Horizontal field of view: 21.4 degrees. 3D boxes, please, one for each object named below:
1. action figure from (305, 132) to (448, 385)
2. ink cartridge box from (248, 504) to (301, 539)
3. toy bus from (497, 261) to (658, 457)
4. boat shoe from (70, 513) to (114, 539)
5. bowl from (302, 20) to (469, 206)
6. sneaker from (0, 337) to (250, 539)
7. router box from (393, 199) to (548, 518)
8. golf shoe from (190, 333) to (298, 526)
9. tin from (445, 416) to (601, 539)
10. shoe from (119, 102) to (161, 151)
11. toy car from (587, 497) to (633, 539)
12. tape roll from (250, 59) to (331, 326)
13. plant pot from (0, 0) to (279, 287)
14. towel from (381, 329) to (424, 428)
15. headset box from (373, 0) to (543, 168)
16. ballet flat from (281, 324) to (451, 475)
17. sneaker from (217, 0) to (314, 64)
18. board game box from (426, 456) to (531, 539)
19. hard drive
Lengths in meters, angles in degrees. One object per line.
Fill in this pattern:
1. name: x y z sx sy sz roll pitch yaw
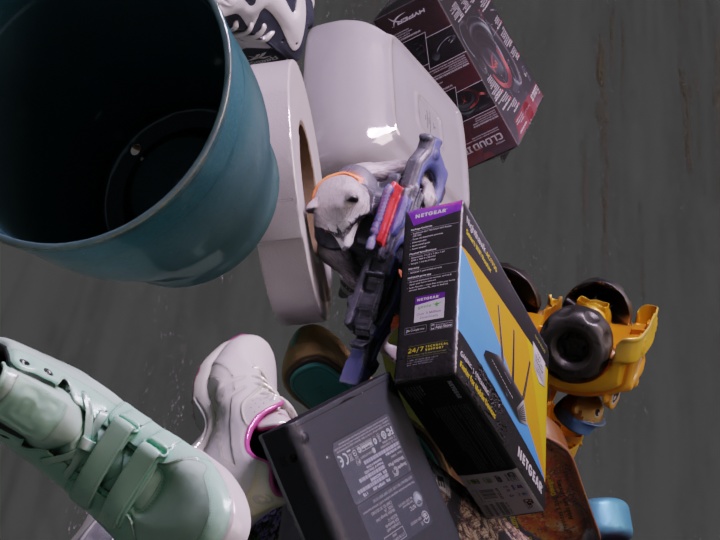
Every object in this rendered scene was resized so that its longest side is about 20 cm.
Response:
1. action figure: 0.000 0.000 1.436 0.194 0.104 0.200 62 45 -57
2. ink cartridge box: -0.047 0.246 1.269 0.109 0.050 0.200 50 30 -33
3. toy bus: 0.140 0.103 1.602 0.136 0.199 0.193 -33 129 -70
4. boat shoe: -0.135 0.177 1.124 0.070 0.071 0.201 57 26 -19
5. bowl: 0.033 -0.121 1.723 0.200 0.074 0.200 45 31 -40
6. sneaker: -0.155 0.104 1.064 0.200 0.074 0.118 31 0 40
7. router box: 0.084 0.068 1.390 0.200 0.051 0.150 56 30 -48
8. golf shoe: -0.071 0.108 1.294 0.075 0.091 0.200 51 27 -27
9. tin: 0.129 0.192 1.566 0.042 0.112 0.200 -110 178 -50
10. shoe: -0.142 -0.103 1.372 0.091 0.071 0.201 -28 121 -28
11. toy car: 0.287 0.297 1.670 0.177 0.199 0.185 75 6 -65
12. tape roll: -0.054 -0.058 1.439 0.203 0.037 0.204 -7 90 -85
13. plant pot: -0.143 -0.080 1.212 0.188 0.199 0.201 45 29 -66
14. towel: 0.032 0.065 1.566 0.086 0.018 0.201 117 -38 -64
15. headset box: 0.108 -0.205 1.941 0.200 0.075 0.149 59 26 -15
16. ballet flat: 0.011 0.115 1.481 0.200 0.069 0.063 53 18 -29
17. sneaker: -0.097 -0.193 1.515 0.199 0.079 0.130 -54 138 -44
18. board game box: 0.065 0.260 1.423 0.200 0.097 0.160 41 35 -43
19. hard drive: 0.017 0.178 1.253 0.139 0.033 0.201 -22 89 -59
